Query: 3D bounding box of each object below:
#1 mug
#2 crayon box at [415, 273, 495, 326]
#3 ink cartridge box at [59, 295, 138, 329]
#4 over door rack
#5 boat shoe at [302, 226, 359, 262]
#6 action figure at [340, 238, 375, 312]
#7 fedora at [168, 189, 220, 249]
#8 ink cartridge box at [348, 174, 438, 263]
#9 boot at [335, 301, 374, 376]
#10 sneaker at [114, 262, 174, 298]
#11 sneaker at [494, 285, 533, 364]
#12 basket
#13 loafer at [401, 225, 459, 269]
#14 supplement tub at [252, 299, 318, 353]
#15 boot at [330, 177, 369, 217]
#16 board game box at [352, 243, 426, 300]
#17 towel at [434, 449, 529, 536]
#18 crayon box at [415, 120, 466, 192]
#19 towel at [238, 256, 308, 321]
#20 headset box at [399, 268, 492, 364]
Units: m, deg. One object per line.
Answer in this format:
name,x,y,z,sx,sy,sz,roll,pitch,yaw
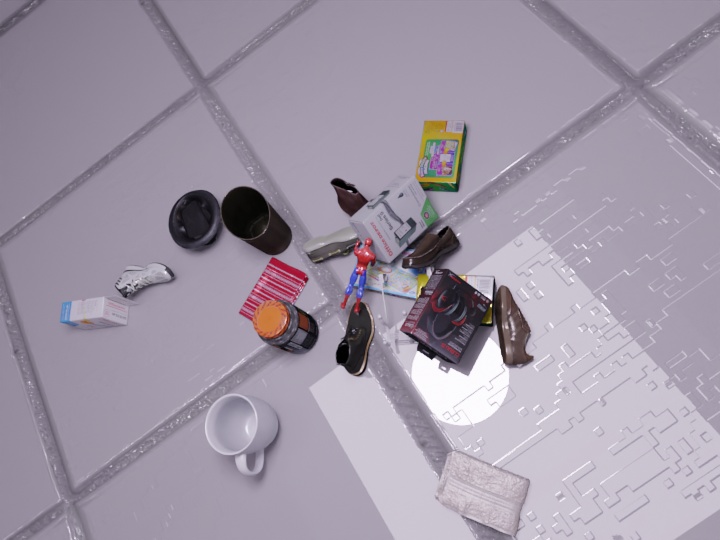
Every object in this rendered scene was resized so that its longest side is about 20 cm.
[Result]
mug,-0.290,0.427,1.412,0.147,0.175,0.201,-14,69,13
crayon box,0.246,0.075,1.423,0.199,0.051,0.127,3,76,18
ink cartridge box,-0.814,0.133,1.708,0.199,0.115,0.068,-8,71,15
over door rack,0.119,0.086,1.402,0.147,0.067,0.201,-10,72,20
boat shoe,-0.064,-0.075,1.559,0.201,0.060,0.072,-16,28,19
action figure,0.000,0.000,1.450,0.065,0.099,0.200,16,112,1
fedora,-0.503,-0.150,1.714,0.200,0.092,0.201,-5,71,16
ink cartridge box,0.090,-0.137,1.460,0.200,0.146,0.084,-44,27,-16
boot,-0.018,0.166,1.431,0.077,0.138,0.201,-5,70,16
sneaker,-0.679,0.041,1.696,0.200,0.076,0.116,-3,44,26
sneaker,0.384,0.135,1.364,0.075,0.070,0.201,-1,75,-2
basket,-0.289,-0.130,1.580,0.136,0.200,0.180,-41,66,1
loafer,0.176,-0.062,1.432,0.073,0.200,0.072,-2,112,50
supplement tub,-0.200,0.150,1.461,0.122,0.200,0.123,-6,70,16
boot,0.010,-0.168,1.514,0.200,0.166,0.072,32,80,24
board game box,0.082,0.000,1.511,0.200,0.034,0.135,11,76,21
towel,0.283,0.516,1.278,0.200,0.034,0.133,15,79,21
crayon box,0.230,-0.328,1.558,0.118,0.058,0.201,5,75,19
towel,-0.256,0.070,1.603,0.144,0.022,0.200,27,83,24
headset box,0.201,0.118,1.310,0.149,0.075,0.200,35,79,-15
